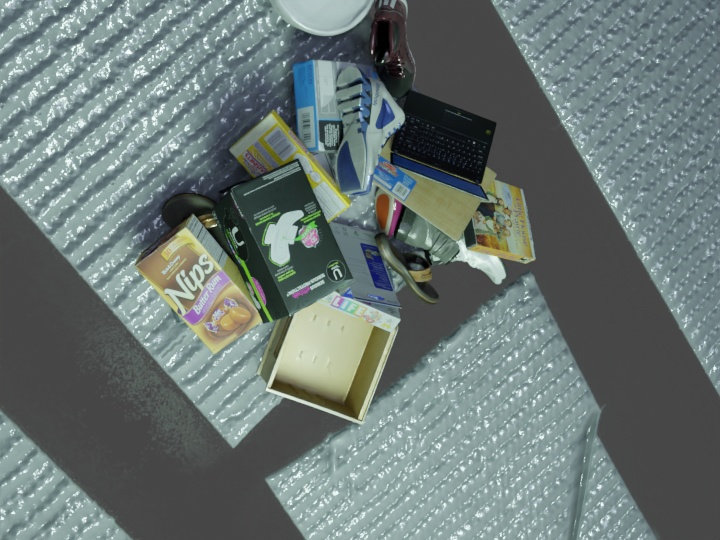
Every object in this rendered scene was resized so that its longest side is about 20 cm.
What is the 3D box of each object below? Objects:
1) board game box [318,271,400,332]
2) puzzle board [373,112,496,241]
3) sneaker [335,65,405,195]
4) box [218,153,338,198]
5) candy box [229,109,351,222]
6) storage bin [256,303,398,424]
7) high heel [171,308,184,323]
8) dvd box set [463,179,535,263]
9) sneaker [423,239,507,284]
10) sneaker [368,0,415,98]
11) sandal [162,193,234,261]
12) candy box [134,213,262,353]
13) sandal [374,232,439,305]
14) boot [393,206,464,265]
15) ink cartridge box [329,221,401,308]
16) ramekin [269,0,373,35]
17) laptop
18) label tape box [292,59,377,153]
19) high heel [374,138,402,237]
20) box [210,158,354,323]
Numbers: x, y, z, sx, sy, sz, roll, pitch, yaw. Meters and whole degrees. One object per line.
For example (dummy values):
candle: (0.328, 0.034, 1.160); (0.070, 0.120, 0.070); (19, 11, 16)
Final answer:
board game box: (-0.026, 0.020, 1.378); (0.196, 0.136, 0.034); (24, 122, -23)
puzzle board: (0.124, -0.166, 1.369); (0.198, 0.017, 0.152); (34, 71, 1)
sneaker: (0.024, -0.226, 1.277); (0.113, 0.080, 0.206); (-2, 93, -40)
box: (-0.133, -0.123, 1.353); (0.197, 0.060, 0.119); (-28, 106, -15)
candy box: (-0.114, -0.156, 1.283); (0.101, 0.027, 0.201); (-32, 111, 26)
storage bin: (-0.058, 0.140, 1.402); (0.196, 0.093, 0.203); (22, 90, -22)
high heel: (-0.246, -0.007, 1.317); (0.195, 0.071, 0.146); (-20, 111, -8)
dvd box set: (0.254, -0.098, 1.454); (0.197, 0.029, 0.151); (11, 67, -45)
sneaker: (0.189, -0.030, 1.494); (0.115, 0.076, 0.201); (-41, 101, -3)
sneaker: (0.045, -0.361, 1.327); (0.073, 0.117, 0.203); (3, 136, 16)
sandal: (-0.241, -0.057, 1.278); (0.198, 0.055, 0.083); (34, 118, 1)
candy box: (-0.254, 0.025, 1.256); (0.115, 0.057, 0.201); (-32, 111, 17)
sandal: (0.096, -0.008, 1.427); (0.054, 0.082, 0.200); (-35, 123, 10)
boot: (0.149, -0.122, 1.431); (0.128, 0.068, 0.205); (21, 85, -7)
ink cartridge box: (0.000, 0.000, 1.353); (0.097, 0.202, 0.040); (13, 126, -27)
ramekin: (-0.074, -0.496, 1.304); (0.197, 0.094, 0.209); (-3, 98, -21)
laptop: (0.147, -0.217, 1.325); (0.173, 0.103, 0.205); (19, 71, -4)
label tape box: (-0.019, -0.278, 1.332); (0.197, 0.062, 0.149); (-8, 97, -42)
high heel: (0.082, -0.162, 1.432); (0.094, 0.067, 0.206); (-1, 104, -35)
box: (-0.123, -0.040, 1.196); (0.122, 0.148, 0.204); (-26, 92, -25)
